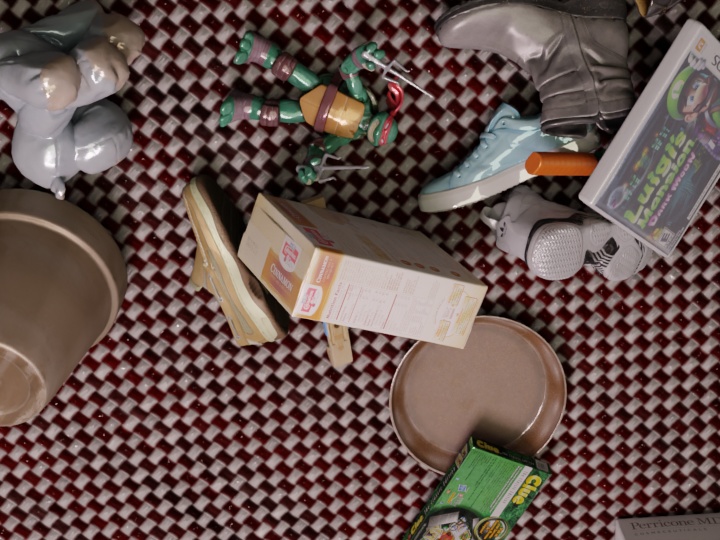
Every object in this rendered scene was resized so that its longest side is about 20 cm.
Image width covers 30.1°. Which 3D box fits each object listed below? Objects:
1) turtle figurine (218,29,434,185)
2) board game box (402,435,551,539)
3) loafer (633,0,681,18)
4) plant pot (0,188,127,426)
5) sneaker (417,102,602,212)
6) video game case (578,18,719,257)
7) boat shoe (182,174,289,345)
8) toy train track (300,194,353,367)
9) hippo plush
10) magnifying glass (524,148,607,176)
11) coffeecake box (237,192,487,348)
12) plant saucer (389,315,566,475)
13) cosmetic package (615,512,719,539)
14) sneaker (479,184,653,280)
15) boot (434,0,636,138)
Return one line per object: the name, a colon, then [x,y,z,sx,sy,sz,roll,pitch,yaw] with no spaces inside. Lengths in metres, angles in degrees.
turtle figurine: [-0.034,-0.159,1.325,0.198,0.101,0.151,20,95,5]
board game box: [0.124,0.281,1.528,0.104,0.024,0.201,22,119,-15]
loafer: [0.262,-0.337,1.282,0.072,0.073,0.201,-39,110,-10]
plant pot: [-0.342,0.050,1.314,0.197,0.174,0.202,2,130,2]
sneaker: [0.142,-0.126,1.374,0.198,0.074,0.083,-23,94,2]
video game case: [0.318,-0.126,1.336,0.181,0.023,0.201,25,99,-49]
boat shoe: [-0.147,-0.002,1.397,0.075,0.072,0.201,-18,112,16]
toy train track: [-0.038,0.010,1.426,0.114,0.033,0.202,-20,120,-18]
hippo plush: [-0.290,-0.147,1.277,0.198,0.159,0.162,-19,125,-17]
magnifying glass: [0.248,-0.108,1.353,0.198,0.023,0.080,-4,148,-35]
coffeecake box: [0.000,0.000,1.327,0.198,0.153,0.074,13,107,-30]
plant saucer: [0.129,0.138,1.490,0.198,0.032,0.202,-2,111,-4]
cosmetic package: [0.386,0.400,1.521,0.163,0.200,0.167,-3,113,-3]
sneaker: [0.219,-0.044,1.405,0.198,0.115,0.076,-4,118,-40]
boot: [0.175,-0.197,1.305,0.197,0.070,0.133,-3,79,-2]
